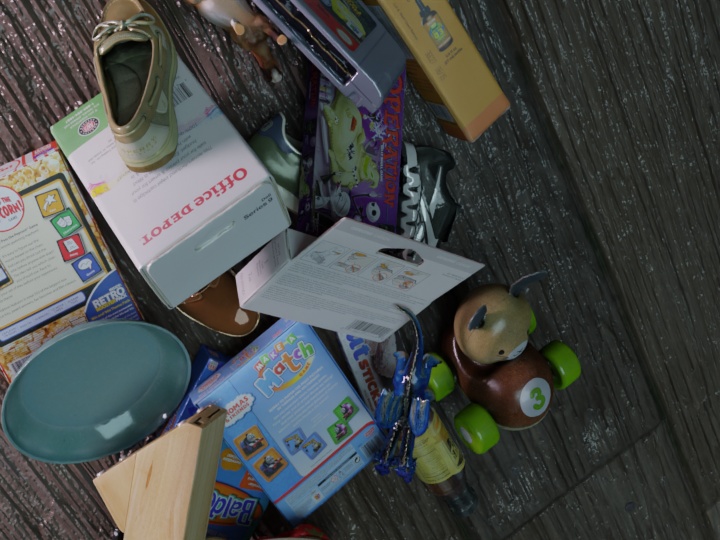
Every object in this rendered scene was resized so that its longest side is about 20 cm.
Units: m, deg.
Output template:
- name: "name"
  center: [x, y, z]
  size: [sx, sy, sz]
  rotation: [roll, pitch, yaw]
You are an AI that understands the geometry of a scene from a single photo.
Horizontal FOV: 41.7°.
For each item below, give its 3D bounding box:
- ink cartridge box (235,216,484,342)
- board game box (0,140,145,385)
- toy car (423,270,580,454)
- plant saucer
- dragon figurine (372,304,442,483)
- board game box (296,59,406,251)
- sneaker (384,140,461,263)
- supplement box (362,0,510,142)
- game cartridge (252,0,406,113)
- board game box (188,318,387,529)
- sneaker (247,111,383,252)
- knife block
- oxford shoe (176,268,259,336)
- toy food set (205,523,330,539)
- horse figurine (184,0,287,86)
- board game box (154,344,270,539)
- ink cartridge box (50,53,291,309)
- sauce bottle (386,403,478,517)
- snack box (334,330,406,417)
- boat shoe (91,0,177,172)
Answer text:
- name: "ink cartridge box"
  center: [0.000, 0.000, 0.973]
  size: [0.197, 0.045, 0.176]
  rotation: [17, 138, -39]
- name: "board game box"
  center: [-0.327, -0.004, 0.949]
  size: [0.149, 0.046, 0.203]
  rotation: [-26, 114, -12]
- name: "toy car"
  center: [0.161, 0.079, 1.070]
  size: [0.163, 0.158, 0.202]
  rotation: [-32, 152, -19]
- name: "plant saucer"
  center: [-0.274, 0.118, 0.981]
  size: [0.197, 0.036, 0.203]
  rotation: [-21, 139, -20]
- name: "dragon figurine"
  center: [0.051, 0.142, 1.034]
  size: [0.058, 0.100, 0.203]
  rotation: [11, 129, 9]
- name: "board game box"
  center: [-0.008, -0.129, 0.998]
  size: [0.118, 0.032, 0.205]
  rotation: [8, 83, -43]
- name: "sneaker"
  center: [0.075, -0.048, 1.085]
  size: [0.088, 0.066, 0.205]
  rotation: [-3, 105, -18]
- name: "supplement box"
  center: [0.080, -0.239, 1.030]
  size: [0.066, 0.069, 0.201]
  rotation: [-40, 118, -7]
- name: "game cartridge"
  center: [-0.037, -0.253, 0.933]
  size: [0.200, 0.134, 0.041]
  rotation: [44, 117, -11]
- name: "board game box"
  center: [-0.074, 0.167, 1.058]
  size: [0.150, 0.037, 0.202]
  rotation: [-38, 116, -10]
- name: "sneaker"
  center: [-0.035, -0.097, 1.025]
  size: [0.198, 0.067, 0.091]
  rotation: [28, 99, -24]
- name: "knife block"
  center: [-0.189, 0.262, 0.988]
  size: [0.198, 0.064, 0.178]
  rotation: [-32, 90, 19]
- name: "oxford shoe"
  center: [-0.179, 0.011, 1.001]
  size: [0.072, 0.071, 0.200]
  rotation: [-49, 118, -3]
- name: "toy food set"
  center: [-0.107, 0.346, 1.093]
  size: [0.196, 0.049, 0.199]
  rotation: [-19, 142, 9]
- name: "horse figurine"
  center: [-0.139, -0.261, 0.917]
  size: [0.199, 0.133, 0.050]
  rotation: [39, 93, -14]
- name: "board game box"
  center: [-0.157, 0.207, 1.082]
  size: [0.150, 0.045, 0.203]
  rotation: [25, 96, -27]
- name: "ink cartridge box"
  center: [-0.179, -0.089, 0.894]
  size: [0.144, 0.201, 0.088]
  rotation: [-35, 150, -8]
- name: "sauce bottle"
  center: [0.094, 0.234, 1.175]
  size: [0.066, 0.066, 0.201]
  rotation: [-37, 128, -7]
- name: "snack box"
  center: [0.008, 0.074, 1.119]
  size: [0.071, 0.024, 0.203]
  rotation: [-26, 114, -12]
- name: "boat shoe"
  center: [-0.210, -0.186, 0.865]
  size: [0.072, 0.204, 0.063]
  rotation: [-14, 150, 5]
